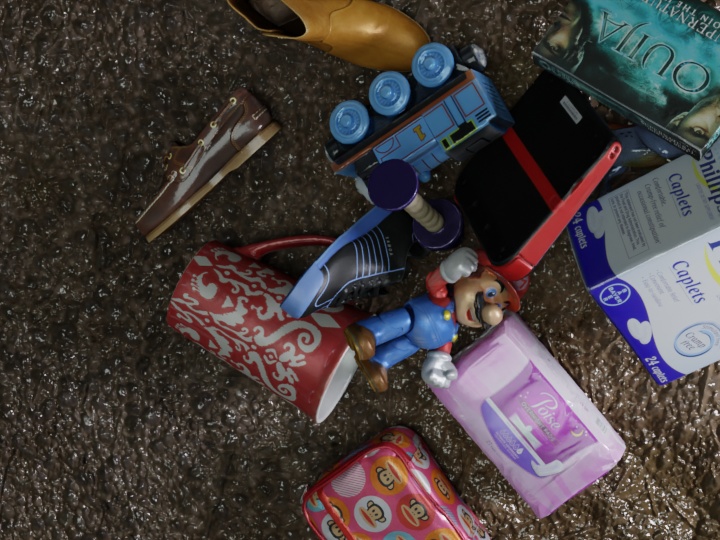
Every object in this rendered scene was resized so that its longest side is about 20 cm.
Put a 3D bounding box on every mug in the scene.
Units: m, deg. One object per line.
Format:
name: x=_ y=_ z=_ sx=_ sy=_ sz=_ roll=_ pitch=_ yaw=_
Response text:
mug: x=-0.090 y=0.045 z=1.566 sx=0.199 sy=0.178 sz=0.134 roll=27 pitch=148 yaw=10

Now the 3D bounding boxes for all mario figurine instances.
mario figurine: x=0.088 y=0.052 z=1.455 sx=0.199 sy=0.124 sz=0.107 roll=-30 pitch=78 yaw=-5

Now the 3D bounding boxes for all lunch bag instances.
lunch bag: x=0.032 y=0.293 z=1.606 sx=0.176 sy=0.082 sz=0.201 roll=-36 pitch=91 yaw=22

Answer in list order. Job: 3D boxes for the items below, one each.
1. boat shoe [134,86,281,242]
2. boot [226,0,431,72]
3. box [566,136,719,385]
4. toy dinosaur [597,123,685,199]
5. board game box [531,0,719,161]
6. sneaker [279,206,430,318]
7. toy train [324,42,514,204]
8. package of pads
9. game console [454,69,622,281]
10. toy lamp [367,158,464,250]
boat shoe: x=-0.178 y=-0.116 z=1.558 sx=0.200 sy=0.070 sz=0.070 roll=-42 pitch=98 yaw=10
boot: x=-0.032 y=-0.245 z=1.452 sx=0.200 sy=0.144 sz=0.071 roll=22 pitch=108 yaw=7
box: x=0.334 y=-0.009 z=1.400 sx=0.199 sy=0.105 sz=0.184 roll=-28 pitch=133 yaw=18
toy dinosaur: x=0.272 y=-0.120 z=1.466 sx=0.181 sy=0.200 sz=0.105 roll=33 pitch=154 yaw=23
board game box: x=0.284 y=-0.210 z=1.385 sx=0.199 sy=0.028 sz=0.136 roll=34 pitch=80 yaw=23
sneaker: x=0.000 y=0.000 z=1.484 sx=0.078 sy=0.200 sz=0.070 roll=45 pitch=142 yaw=3
toy train: x=0.056 y=-0.149 z=1.473 sx=0.199 sy=0.087 sz=0.115 roll=-33 pitch=74 yaw=18
package of pads: x=0.178 y=0.151 z=1.534 sx=0.120 sy=0.076 sz=0.200 roll=-40 pitch=92 yaw=20
game console: x=0.172 y=-0.098 z=1.421 sx=0.031 sy=0.200 sz=0.177 roll=31 pitch=109 yaw=-27
toy lamp: x=0.064 y=-0.061 z=1.449 sx=0.058 sy=0.200 sz=0.059 roll=-4 pitch=76 yaw=17
